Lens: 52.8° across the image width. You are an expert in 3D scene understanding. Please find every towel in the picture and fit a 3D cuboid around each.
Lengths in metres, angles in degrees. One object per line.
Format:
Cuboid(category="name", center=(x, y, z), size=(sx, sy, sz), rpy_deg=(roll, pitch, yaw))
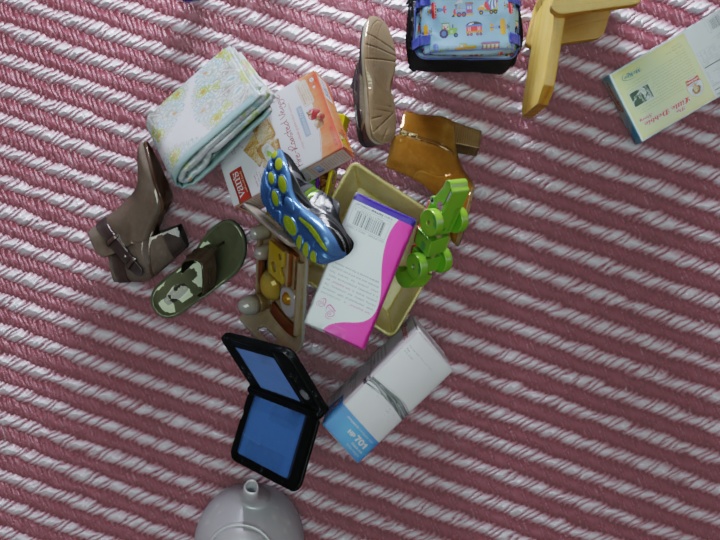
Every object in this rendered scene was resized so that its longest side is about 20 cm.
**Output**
Cuboid(category="towel", center=(-0.232, -0.240, 1.115), size=(0.199, 0.048, 0.172), rpy_deg=(-39, 48, 4))

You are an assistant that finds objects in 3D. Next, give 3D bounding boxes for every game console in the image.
Cuboid(category="game console", center=(-0.152, 0.205, 1.091), size=(0.116, 0.197, 0.178), rpy_deg=(-44, 120, -29))

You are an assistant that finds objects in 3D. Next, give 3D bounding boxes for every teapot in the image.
Cuboid(category="teapot", center=(-0.183, 0.449, 1.147), size=(0.195, 0.146, 0.202), rpy_deg=(-35, 92, 4))

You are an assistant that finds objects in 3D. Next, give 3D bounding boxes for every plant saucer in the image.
Cuboid(category="plant saucer", center=(0.021, -0.034, 1.158), size=(0.197, 0.048, 0.203), rpy_deg=(32, 95, 0))

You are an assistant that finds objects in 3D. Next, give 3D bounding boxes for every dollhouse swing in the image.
Cuboid(category="dollhouse swing", center=(0.325, -0.329, 1.050), size=(0.176, 0.200, 0.181), rpy_deg=(-6, 92, 3))

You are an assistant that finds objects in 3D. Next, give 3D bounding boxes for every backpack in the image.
Cuboid(category="backpack", center=(0.157, -0.410, 1.089), size=(0.177, 0.135, 0.207), rpy_deg=(2, 91, 1))

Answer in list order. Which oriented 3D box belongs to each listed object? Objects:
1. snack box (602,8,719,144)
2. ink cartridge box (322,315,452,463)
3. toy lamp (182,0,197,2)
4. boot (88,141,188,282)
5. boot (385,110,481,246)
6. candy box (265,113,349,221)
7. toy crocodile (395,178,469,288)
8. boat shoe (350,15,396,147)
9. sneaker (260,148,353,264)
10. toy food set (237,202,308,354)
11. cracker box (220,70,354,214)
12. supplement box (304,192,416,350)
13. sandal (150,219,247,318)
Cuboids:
Cuboid(category="snack box", center=(0.491, -0.299, 1.127), size=(0.197, 0.037, 0.118), rpy_deg=(-29, 91, 4))
Cuboid(category="ink cartridge box", center=(0.040, 0.177, 1.120), size=(0.199, 0.146, 0.086), rpy_deg=(-43, 93, 4))
Cuboid(category="toy lamp", center=(-0.199, -0.482, 1.136), size=(0.196, 0.058, 0.059), rpy_deg=(-29, 92, 4))
Cuboid(category="boot", center=(-0.368, -0.084, 1.162), size=(0.143, 0.070, 0.205), rpy_deg=(-20, 92, 6))
Cuboid(category="boot", center=(0.106, -0.144, 1.124), size=(0.140, 0.071, 0.207), rpy_deg=(10, 72, 3))
Cuboid(category="candy box", center=(-0.086, -0.150, 1.140), size=(0.100, 0.026, 0.206), rpy_deg=(11, 86, 24))
Cuboid(category="toy crocodile", center=(0.105, -0.050, 1.061), size=(0.062, 0.066, 0.203), rpy_deg=(50, 138, 34))
Cuboid(category="boat shoe", center=(0.015, -0.292, 1.133), size=(0.071, 0.064, 0.206), rpy_deg=(3, 80, -41))
Cuboid(category="sneaker", center=(-0.078, -0.088, 1.031), size=(0.071, 0.082, 0.201), rpy_deg=(-51, 61, 29))
Cuboid(category="toy food set", center=(-0.142, 0.018, 1.095), size=(0.059, 0.143, 0.205), rpy_deg=(-14, 124, -33))
Cuboid(category="cracker box", center=(-0.123, -0.194, 1.115), size=(0.196, 0.058, 0.137), rpy_deg=(-26, 74, 15))
Cuboid(category="supplement box", center=(0.000, 0.000, 1.087), size=(0.099, 0.103, 0.205), rpy_deg=(23, 93, 0))
Cuboid(category="sandal", center=(-0.258, 0.005, 1.167), size=(0.201, 0.057, 0.080), rpy_deg=(-44, 91, 4))
